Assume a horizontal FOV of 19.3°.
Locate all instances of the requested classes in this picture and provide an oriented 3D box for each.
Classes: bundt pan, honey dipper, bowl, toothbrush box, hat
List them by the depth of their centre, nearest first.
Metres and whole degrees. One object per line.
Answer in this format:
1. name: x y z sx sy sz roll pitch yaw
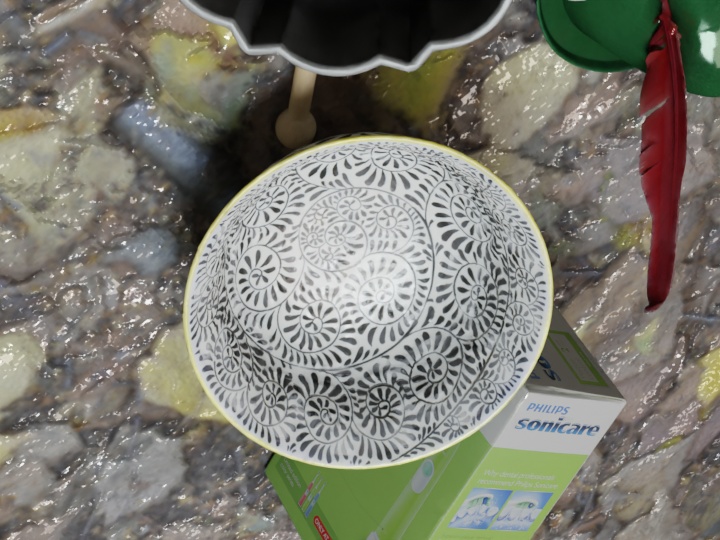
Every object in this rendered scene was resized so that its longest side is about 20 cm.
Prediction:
1. bundt pan: -0.004 -0.194 0.955 0.200 0.076 0.203 2 119 3
2. honey dipper: -0.020 -0.140 1.075 0.038 0.038 0.201 -11 136 -24
3. hat: 0.201 -0.121 1.130 0.165 0.176 0.201 -9 134 -26
4. bowl: 0.000 0.000 1.160 0.199 0.094 0.202 -3 118 -6
5. toothbrush box: 0.045 0.101 1.268 0.086 0.146 0.201 7 124 -38
